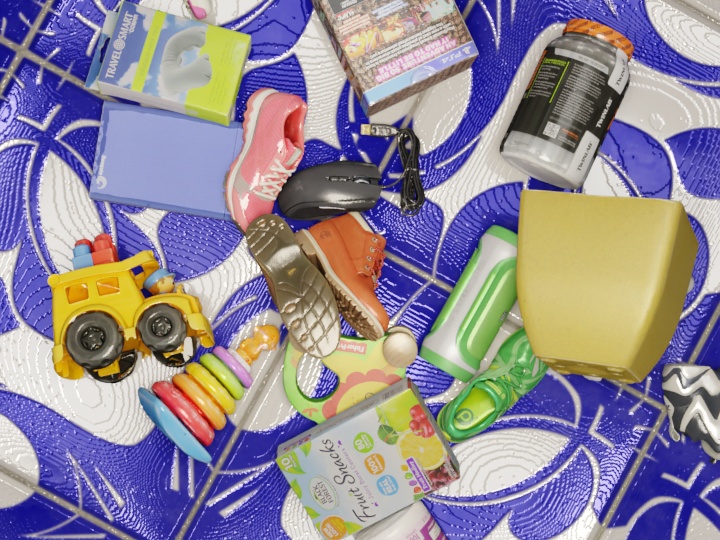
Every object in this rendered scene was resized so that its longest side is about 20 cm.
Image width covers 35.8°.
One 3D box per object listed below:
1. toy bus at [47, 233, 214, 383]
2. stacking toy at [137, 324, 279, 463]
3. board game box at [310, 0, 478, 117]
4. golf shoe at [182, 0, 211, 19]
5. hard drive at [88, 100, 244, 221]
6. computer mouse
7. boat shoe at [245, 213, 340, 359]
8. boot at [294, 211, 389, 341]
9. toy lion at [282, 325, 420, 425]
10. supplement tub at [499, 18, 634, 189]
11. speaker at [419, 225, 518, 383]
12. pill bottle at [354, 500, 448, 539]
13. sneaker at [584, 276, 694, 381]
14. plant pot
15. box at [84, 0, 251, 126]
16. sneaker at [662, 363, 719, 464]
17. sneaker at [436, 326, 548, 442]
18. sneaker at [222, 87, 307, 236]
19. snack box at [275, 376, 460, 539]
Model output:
[{"bbox_3d":[-0.303,0.036,1.443,0.199,0.136,0.193,-12,73,-4],"label":"toy bus"},{"bbox_3d":[-0.183,0.141,1.456,0.200,0.110,0.116,-44,112,-14],"label":"stacking toy"},{"bbox_3d":[0.038,-0.331,1.467,0.159,0.097,0.201,-25,90,-2],"label":"board game box"},{"bbox_3d":[-0.215,-0.435,1.473,0.091,0.075,0.201,-14,91,-6],"label":"golf shoe"},{"bbox_3d":[-0.252,-0.145,1.488,0.199,0.025,0.133,9,89,-2],"label":"hard drive"},{"bbox_3d":[-0.014,-0.138,1.473,0.199,0.046,0.141,-2,65,12],"label":"computer mouse"},{"bbox_3d":[-0.080,0.023,1.422,0.072,0.068,0.201,-27,75,-5],"label":"boat shoe"},{"bbox_3d":[0.000,0.000,1.439,0.107,0.075,0.200,-27,55,-12],"label":"boot"},{"bbox_3d":[-0.008,0.163,1.479,0.199,0.069,0.193,10,96,-2],"label":"toy lion"},{"bbox_3d":[0.274,-0.218,1.462,0.122,0.123,0.201,25,89,-1],"label":"supplement tub"},{"bbox_3d":[0.157,0.044,1.470,0.088,0.088,0.201,29,88,-1],"label":"speaker"},{"bbox_3d":[0.086,0.408,1.447,0.112,0.112,0.200,-35,90,-2],"label":"pill bottle"},{"bbox_3d":[0.363,0.072,1.492,0.200,0.070,0.080,-33,95,5],"label":"sneaker"},{"bbox_3d":[0.298,0.029,1.378,0.195,0.194,0.201,5,78,25],"label":"plant pot"},{"bbox_3d":[-0.255,-0.276,1.471,0.199,0.048,0.122,14,76,-2],"label":"box"},{"bbox_3d":[0.501,0.194,1.484,0.198,0.079,0.130,3,90,-2],"label":"sneaker"},{"bbox_3d":[0.186,0.155,1.470,0.074,0.084,0.200,43,87,0],"label":"sneaker"},{"bbox_3d":[-0.118,-0.140,1.451,0.087,0.074,0.201,9,88,39],"label":"sneaker"},{"bbox_3d":[0.011,0.248,1.445,0.199,0.053,0.143,-28,101,7],"label":"snack box"}]
